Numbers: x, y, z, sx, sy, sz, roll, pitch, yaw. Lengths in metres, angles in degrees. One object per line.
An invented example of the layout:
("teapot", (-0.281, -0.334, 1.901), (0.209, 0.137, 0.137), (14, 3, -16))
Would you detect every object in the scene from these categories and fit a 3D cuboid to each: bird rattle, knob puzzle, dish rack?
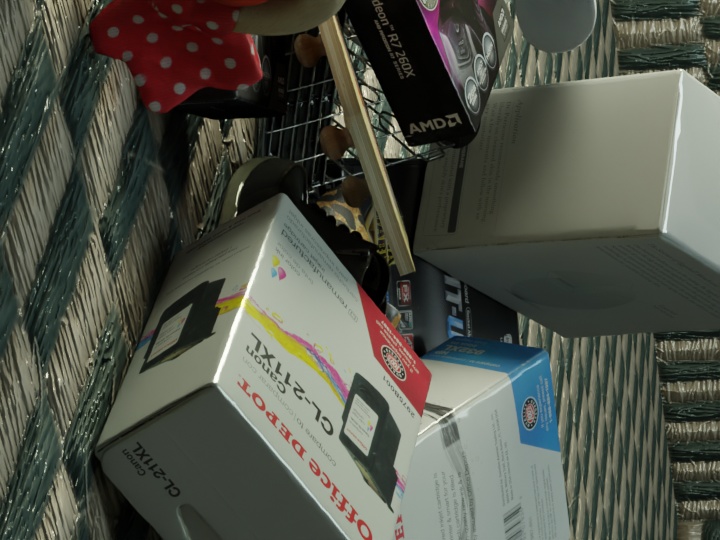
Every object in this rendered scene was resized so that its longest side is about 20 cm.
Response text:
("bird rattle", (-0.080, -0.151, 1.324), (0.113, 0.163, 0.200), (-63, 143, -33))
("knob puzzle", (-0.012, -0.089, 1.569), (0.220, 0.030, 0.220), (-17, 90, -88))
("dish rack", (0.007, -0.129, 1.758), (0.200, 0.055, 0.153), (-19, 129, -37))

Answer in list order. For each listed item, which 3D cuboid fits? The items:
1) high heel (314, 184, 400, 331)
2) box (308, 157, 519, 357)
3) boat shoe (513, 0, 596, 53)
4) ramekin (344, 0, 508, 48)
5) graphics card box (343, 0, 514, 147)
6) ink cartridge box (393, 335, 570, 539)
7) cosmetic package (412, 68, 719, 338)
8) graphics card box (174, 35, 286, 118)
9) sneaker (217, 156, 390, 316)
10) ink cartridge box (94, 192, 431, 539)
("high heel", (0.000, 0.000, 1.697), (0.143, 0.071, 0.200), (-44, -153, 47))
("box", (0.036, 0.022, 1.888), (0.198, 0.050, 0.200), (-2, 88, -51))
("boat shoe", (0.117, -0.244, 1.783), (0.065, 0.074, 0.200), (-75, 162, -67))
("ramekin", (0.030, -0.248, 1.814), (0.202, 0.094, 0.202), (-29, 137, -31))
("graphics card box", (0.026, -0.189, 1.632), (0.125, 0.051, 0.200), (-68, 141, -50))
("ink cartridge box", (0.043, 0.148, 1.790), (0.200, 0.084, 0.145), (-30, 121, -45))
("cosmetic package", (0.179, -0.042, 1.875), (0.199, 0.200, 0.123), (28, 66, -49))
("graphics card box", (-0.081, -0.187, 1.524), (0.125, 0.051, 0.200), (9, 79, -79))
("sneaker", (-0.029, -0.009, 1.625), (0.200, 0.106, 0.075), (-73, 156, -60))
("ink cartridge box", (-0.045, 0.076, 1.443), (0.146, 0.083, 0.200), (51, 25, -19))
